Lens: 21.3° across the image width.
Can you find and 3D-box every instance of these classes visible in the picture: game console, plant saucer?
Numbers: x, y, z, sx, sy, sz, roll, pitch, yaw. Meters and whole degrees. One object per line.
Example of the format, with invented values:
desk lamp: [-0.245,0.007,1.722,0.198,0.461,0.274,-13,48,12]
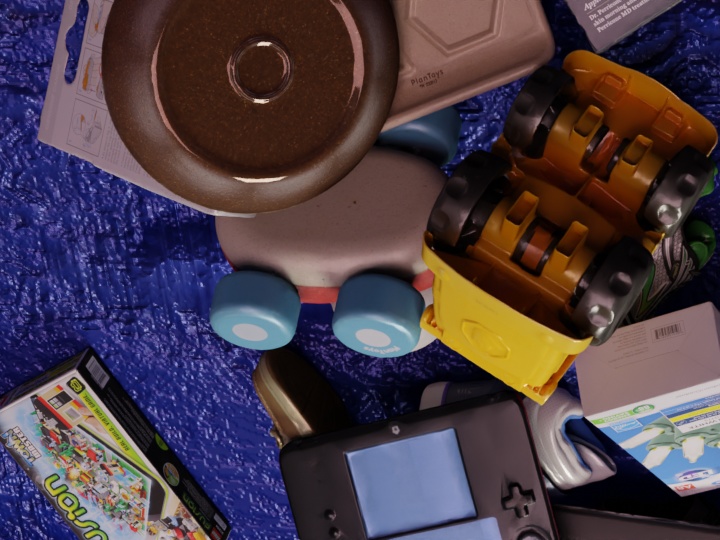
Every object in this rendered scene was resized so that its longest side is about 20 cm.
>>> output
game console: [0.049,0.194,1.421,0.199,0.031,0.178,-15,96,19]
plant saucer: [-0.066,-0.132,1.233,0.199,0.037,0.202,-3,104,-13]

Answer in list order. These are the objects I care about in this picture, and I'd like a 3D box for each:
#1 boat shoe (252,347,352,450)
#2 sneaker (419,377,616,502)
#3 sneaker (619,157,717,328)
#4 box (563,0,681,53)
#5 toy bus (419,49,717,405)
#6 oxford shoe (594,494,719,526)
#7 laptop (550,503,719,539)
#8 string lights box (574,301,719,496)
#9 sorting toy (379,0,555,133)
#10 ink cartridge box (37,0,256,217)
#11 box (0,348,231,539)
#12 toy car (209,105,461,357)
boat shoe: [-0.032,0.149,1.506,0.063,0.073,0.201,-26,117,21]
sneaker: [0.124,0.176,1.472,0.145,0.081,0.202,2,114,18]
sneaker: [0.204,0.003,1.354,0.084,0.078,0.201,11,121,8]
box: [0.178,-0.272,1.174,0.199,0.104,0.183,-31,109,18]
toy bus: [0.130,-0.013,1.260,0.135,0.200,0.192,31,153,13]
oxford shoe: [0.270,0.218,1.463,0.198,0.073,0.085,9,119,9]
laptop: [0.201,0.283,1.467,0.186,0.117,0.201,7,148,11]
string lights box: [0.235,0.094,1.347,0.102,0.059,0.200,-18,150,22]
sorting toy: [0.020,-0.202,1.285,0.184,0.036,0.201,-19,91,24]
ink cartridge box: [-0.135,-0.139,1.331,0.199,0.050,0.164,23,105,41]
box: [-0.209,0.169,1.583,0.110,0.035,0.201,-28,109,27]
toy car: [0.000,0.000,1.382,0.175,0.186,0.200,2,150,17]
